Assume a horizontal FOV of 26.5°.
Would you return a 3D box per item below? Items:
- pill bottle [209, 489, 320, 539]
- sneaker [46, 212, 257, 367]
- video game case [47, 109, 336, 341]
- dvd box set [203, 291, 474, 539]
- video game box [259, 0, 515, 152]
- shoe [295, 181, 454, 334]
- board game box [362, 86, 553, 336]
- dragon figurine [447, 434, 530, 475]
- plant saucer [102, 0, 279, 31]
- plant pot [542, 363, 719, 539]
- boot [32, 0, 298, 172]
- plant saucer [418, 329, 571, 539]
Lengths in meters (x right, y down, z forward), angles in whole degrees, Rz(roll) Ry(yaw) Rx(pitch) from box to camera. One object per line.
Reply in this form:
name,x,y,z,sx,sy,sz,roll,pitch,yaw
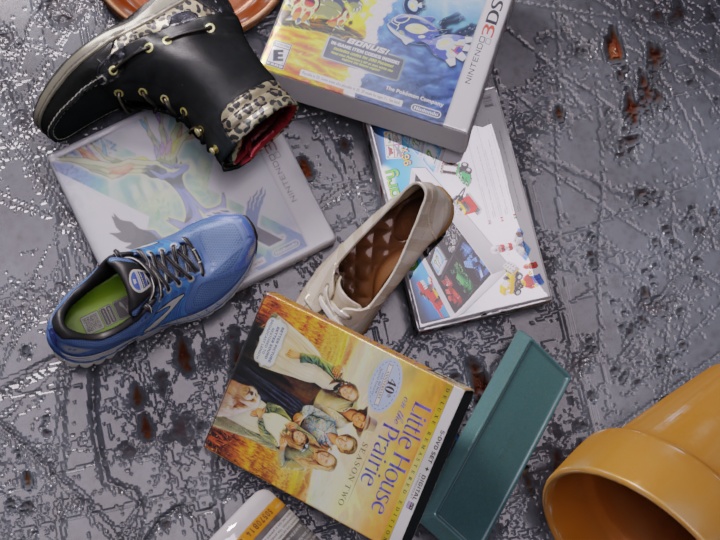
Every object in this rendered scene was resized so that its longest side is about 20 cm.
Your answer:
pill bottle,-0.048,0.285,1.246,0.200,0.116,0.116,44,78,5
sneaker,-0.171,0.014,1.280,0.199,0.089,0.079,-32,85,-11
video game case,-0.149,-0.063,1.355,0.198,0.022,0.184,-26,82,-10
dvd box set,-0.021,0.124,1.270,0.199,0.029,0.148,26,95,23
video game box,0.029,-0.220,1.371,0.198,0.047,0.184,17,68,5
shoe,0.000,0.000,1.320,0.070,0.053,0.200,42,95,15
board game box,0.085,-0.054,1.368,0.125,0.035,0.202,-12,80,-6
dragon figurine,0.052,0.134,1.315,0.197,0.059,0.101,0,79,-4
plant saucer,-0.155,-0.302,1.398,0.198,0.032,0.203,1,79,-6
plant pot,0.284,0.181,1.271,0.200,0.200,0.183,45,63,5
boot,-0.167,-0.141,1.313,0.203,0.074,0.154,-37,75,0
plant saucer,0.119,0.148,1.302,0.070,0.019,0.201,43,62,-19
